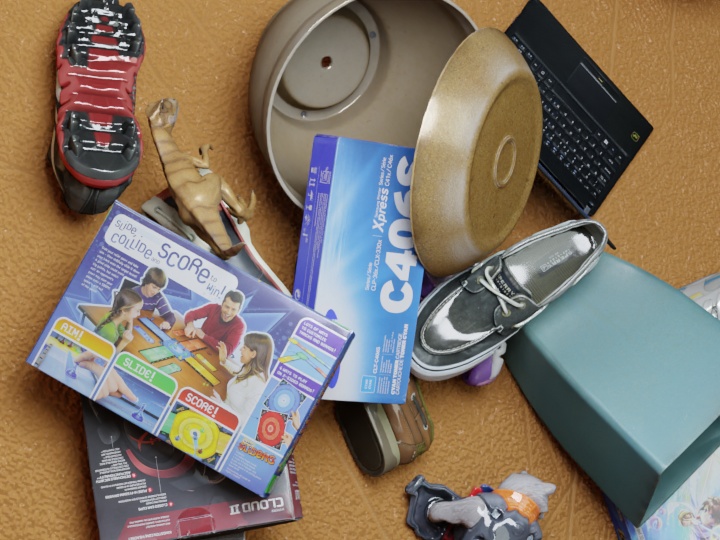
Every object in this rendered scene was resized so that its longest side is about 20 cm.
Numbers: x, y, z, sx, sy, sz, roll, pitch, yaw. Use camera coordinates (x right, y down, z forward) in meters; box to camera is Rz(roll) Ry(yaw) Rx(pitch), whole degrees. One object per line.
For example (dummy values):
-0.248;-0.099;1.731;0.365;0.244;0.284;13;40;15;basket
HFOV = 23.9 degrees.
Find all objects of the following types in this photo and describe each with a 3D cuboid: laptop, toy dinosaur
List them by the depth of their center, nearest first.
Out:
-0.118;-0.045;1.271;0.106;0.060;0.200;41;12;-51;toy dinosaur
0.190;-0.137;1.538;0.177;0.103;0.200;46;61;-13;laptop

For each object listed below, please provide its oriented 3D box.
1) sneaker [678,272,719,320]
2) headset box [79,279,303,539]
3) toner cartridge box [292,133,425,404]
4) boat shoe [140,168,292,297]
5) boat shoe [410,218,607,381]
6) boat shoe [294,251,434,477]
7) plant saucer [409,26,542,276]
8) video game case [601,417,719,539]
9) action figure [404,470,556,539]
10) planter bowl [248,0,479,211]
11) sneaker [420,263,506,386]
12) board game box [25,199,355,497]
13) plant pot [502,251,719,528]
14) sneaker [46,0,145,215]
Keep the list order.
0.311;0.048;1.576;0.199;0.081;0.077;-30;95;-30;sneaker
-0.128;0.120;1.278;0.147;0.075;0.202;-10;82;2;headset box
0.000;0.000;1.326;0.094;0.043;0.202;6;94;-29;toner cartridge box
-0.100;0.016;1.357;0.062;0.071;0.201;-32;93;-25;boat shoe
0.116;0.013;1.385;0.199;0.071;0.072;-37;80;-15;boat shoe
0.004;0.066;1.409;0.068;0.072;0.202;-22;100;-33;boat shoe
0.100;-0.089;1.344;0.200;0.035;0.202;-40;137;-50;plant saucer
0.324;0.229;1.525;0.180;0.045;0.201;-20;90;-12;video game case
0.119;0.261;1.408;0.199;0.104;0.195;28;76;-19;action figure
-0.009;-0.152;1.388;0.199;0.135;0.202;-12;120;-22;planter bowl
0.064;0.004;1.454;0.088;0.080;0.202;-14;88;-19;sneaker
-0.122;0.056;1.229;0.199;0.034;0.136;29;85;6;board game box
0.218;0.084;1.454;0.141;0.142;0.200;-41;70;-18;plant pot
-0.208;-0.127;1.331;0.070;0.098;0.202;7;52;-15;sneaker
